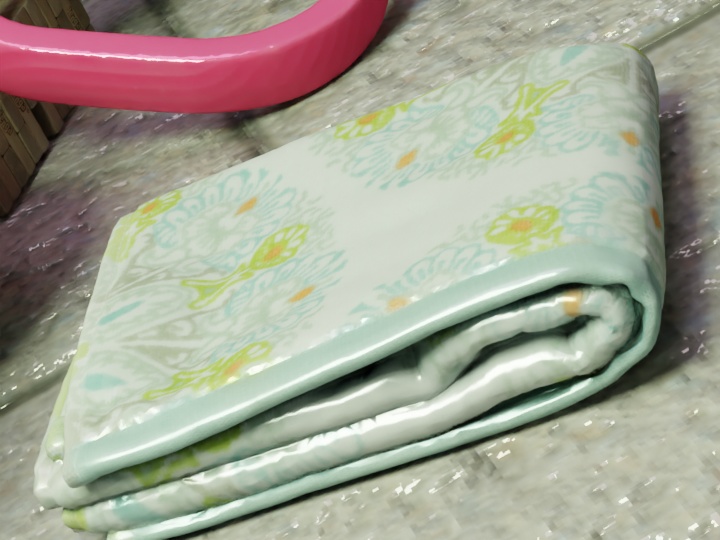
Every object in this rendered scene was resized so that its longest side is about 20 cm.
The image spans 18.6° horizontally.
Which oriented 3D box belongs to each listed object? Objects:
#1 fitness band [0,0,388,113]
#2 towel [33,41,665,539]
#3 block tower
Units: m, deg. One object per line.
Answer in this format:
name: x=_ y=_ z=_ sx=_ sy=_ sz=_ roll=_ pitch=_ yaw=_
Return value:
fitness band: x=-0.085 y=-0.126 z=0.938 sx=0.199 sy=0.038 sz=0.144 roll=4 pitch=45 yaw=14
towel: x=0.000 y=0.000 z=0.693 sx=0.199 sy=0.048 sz=0.171 roll=-19 pitch=28 yaw=16
block tower: x=-0.171 y=-0.070 z=0.976 sx=0.058 sy=0.054 sz=0.200 roll=-16 pitch=29 yaw=21
